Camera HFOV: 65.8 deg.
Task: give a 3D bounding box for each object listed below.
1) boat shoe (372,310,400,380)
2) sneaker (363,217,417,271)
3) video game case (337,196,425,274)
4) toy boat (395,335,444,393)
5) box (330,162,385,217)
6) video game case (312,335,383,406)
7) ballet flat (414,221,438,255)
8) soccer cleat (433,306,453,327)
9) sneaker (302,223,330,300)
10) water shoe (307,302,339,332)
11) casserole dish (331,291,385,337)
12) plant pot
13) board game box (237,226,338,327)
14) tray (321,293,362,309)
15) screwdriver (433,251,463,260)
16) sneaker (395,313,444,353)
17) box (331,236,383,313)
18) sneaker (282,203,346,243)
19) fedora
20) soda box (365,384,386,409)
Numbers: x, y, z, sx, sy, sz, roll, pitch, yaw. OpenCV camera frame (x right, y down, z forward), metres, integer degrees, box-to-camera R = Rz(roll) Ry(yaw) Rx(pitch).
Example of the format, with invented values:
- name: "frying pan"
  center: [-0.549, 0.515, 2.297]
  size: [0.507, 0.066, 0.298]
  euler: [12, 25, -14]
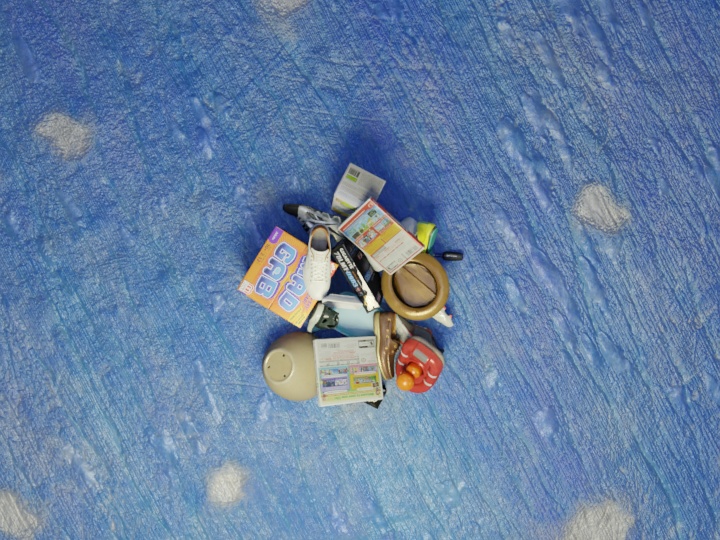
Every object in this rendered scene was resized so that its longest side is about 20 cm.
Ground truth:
- name: "boat shoe"
  center: [0.081, 0.214, 1.602]
  size: [0.067, 0.072, 0.201]
  euler: [-7, 88, 15]
- name: "sneaker"
  center: [0.079, -0.108, 1.603]
  size: [0.200, 0.074, 0.116]
  euler: [-50, 121, -21]
- name: "video game case"
  center: [0.055, -0.089, 1.492]
  size: [0.200, 0.017, 0.143]
  euler: [40, 129, -13]
- name: "toy boat"
  center: [0.149, 0.289, 1.583]
  size: [0.130, 0.200, 0.131]
  euler: [36, 57, 18]
- name: "box"
  center: [-0.010, -0.210, 1.569]
  size: [0.112, 0.200, 0.102]
  euler: [27, 83, -3]
- name: "video game case"
  center: [-0.034, 0.281, 1.571]
  size: [0.199, 0.022, 0.183]
  euler: [1, 76, -29]
- name: "ballet flat"
  center: [0.179, -0.061, 1.617]
  size: [0.067, 0.200, 0.067]
  euler: [23, 47, 20]
- name: "soccer cleat"
  center: [0.192, 0.102, 1.654]
  size: [0.078, 0.069, 0.200]
  euler: [-45, 85, 5]
- name: "sneaker"
  center: [-0.113, -0.019, 1.430]
  size: [0.072, 0.085, 0.201]
  euler: [0, 96, -4]
- name: "water shoe"
  center: [-0.104, 0.147, 1.576]
  size: [0.079, 0.200, 0.072]
  euler: [23, 76, 0]
- name: "casserole dish"
  center: [-0.006, 0.143, 1.660]
  size: [0.199, 0.039, 0.121]
  euler: [27, 90, -3]
- name: "plant pot"
  center: [-0.201, 0.271, 1.574]
  size: [0.199, 0.134, 0.201]
  euler: [-3, 81, 20]
- name: "board game box"
  center: [-0.197, 0.015, 1.570]
  size: [0.199, 0.200, 0.200]
  euler: [32, 90, -3]
- name: "tray"
  center: [-0.051, 0.086, 1.521]
  size: [0.107, 0.200, 0.022]
  euler: [6, 81, -3]
- name: "screwdriver"
  center: [0.209, -0.050, 1.669]
  size: [0.199, 0.028, 0.029]
  euler: [7, 120, 0]
- name: "sneaker"
  center: [0.170, 0.195, 1.661]
  size: [0.200, 0.077, 0.082]
  euler: [48, 62, -1]
- name: "box"
  center: [0.000, 0.000, 1.566]
  size: [0.050, 0.200, 0.199]
  euler: [-29, 98, 14]
- name: "sneaker"
  center: [-0.140, -0.137, 1.633]
  size: [0.199, 0.074, 0.089]
  euler: [18, 89, -1]
- name: "fedora"
  center: [0.158, 0.044, 1.586]
  size: [0.200, 0.082, 0.202]
  euler: [-1, 85, 11]
- name: "soda box"
  center: [-0.024, 0.331, 1.646]
  size: [0.199, 0.071, 0.064]
  euler: [27, 92, -2]
